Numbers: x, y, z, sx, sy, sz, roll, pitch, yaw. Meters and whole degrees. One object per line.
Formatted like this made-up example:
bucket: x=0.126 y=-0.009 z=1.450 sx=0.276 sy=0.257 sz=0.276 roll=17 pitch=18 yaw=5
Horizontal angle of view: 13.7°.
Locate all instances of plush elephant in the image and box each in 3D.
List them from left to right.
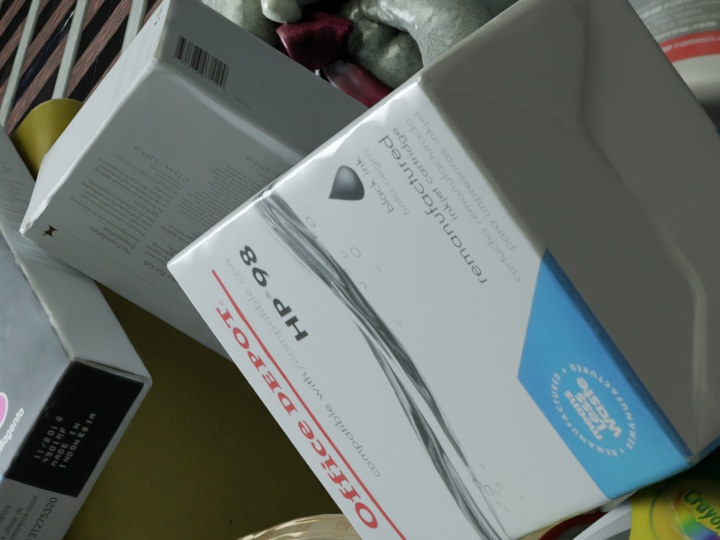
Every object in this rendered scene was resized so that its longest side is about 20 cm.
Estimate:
plush elephant: x=-0.011 y=-0.097 z=1.185 sx=0.165 sy=0.154 sz=0.201 roll=154 pitch=137 yaw=-73

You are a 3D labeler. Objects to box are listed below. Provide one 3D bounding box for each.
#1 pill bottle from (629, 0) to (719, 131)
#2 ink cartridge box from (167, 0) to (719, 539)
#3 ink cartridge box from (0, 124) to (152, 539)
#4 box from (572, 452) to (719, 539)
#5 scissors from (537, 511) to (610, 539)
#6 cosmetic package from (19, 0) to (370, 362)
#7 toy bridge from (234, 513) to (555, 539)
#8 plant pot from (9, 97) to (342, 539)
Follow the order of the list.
pill bottle: x=0.120 y=-0.071 z=0.871 sx=0.114 sy=0.114 sz=0.201 roll=-46 pitch=19 yaw=38
ink cartridge box: x=0.025 y=0.012 z=0.799 sx=0.067 sy=0.116 sz=0.200 roll=-37 pitch=2 yaw=-31
ink cartridge box: x=-0.132 y=0.016 z=0.972 sx=0.095 sy=0.037 sz=0.200 roll=-59 pitch=34 yaw=18
box: x=0.038 y=0.131 z=0.710 sx=0.200 sy=0.048 sz=0.117 roll=-40 pitch=23 yaw=11
scissors: x=0.019 y=0.095 z=0.858 sx=0.199 sy=0.014 sz=0.074 roll=8 pitch=73 yaw=34
cosmetic package: x=0.000 y=0.000 z=0.946 sx=0.083 sy=0.199 sz=0.051 roll=-49 pitch=19 yaw=29
toy bridge: x=-0.023 y=0.113 z=0.904 sx=0.199 sy=0.068 sz=0.027 roll=-22 pitch=10 yaw=22
plant pot: x=-0.072 y=0.100 z=1.035 sx=0.200 sy=0.199 sz=0.177 roll=-49 pitch=30 yaw=29
